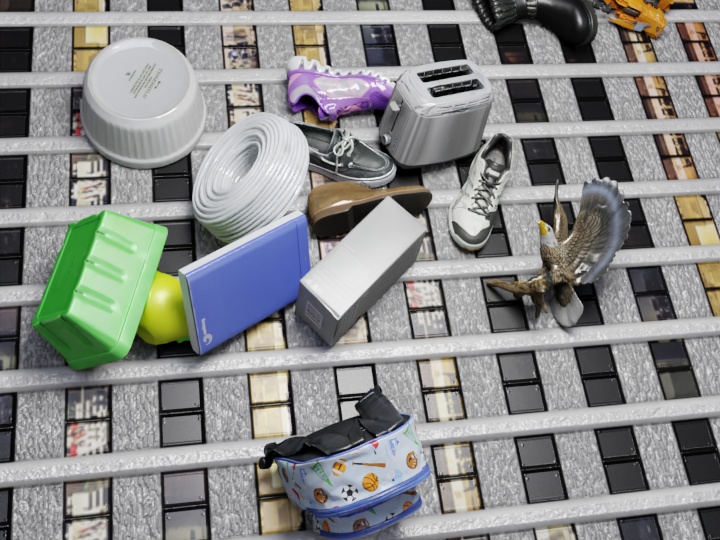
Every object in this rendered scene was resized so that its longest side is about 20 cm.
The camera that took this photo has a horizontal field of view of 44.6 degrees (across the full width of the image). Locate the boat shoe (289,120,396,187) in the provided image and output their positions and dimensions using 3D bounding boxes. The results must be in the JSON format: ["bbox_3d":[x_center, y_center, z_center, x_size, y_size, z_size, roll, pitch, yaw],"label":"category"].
[{"bbox_3d":[-0.035,-0.191,1.383,0.196,0.068,0.075,20,61,1],"label":"boat shoe"}]

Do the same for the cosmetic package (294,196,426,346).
[{"bbox_3d":[0.000,0.000,1.270,0.090,0.107,0.200,42,66,14],"label":"cosmetic package"}]

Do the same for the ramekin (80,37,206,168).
[{"bbox_3d":[-0.338,-0.269,1.360,0.198,0.095,0.206,4,62,-7],"label":"ramekin"}]

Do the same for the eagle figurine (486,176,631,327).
[{"bbox_3d":[0.304,-0.036,1.310,0.151,0.152,0.201,34,70,21],"label":"eagle figurine"}]

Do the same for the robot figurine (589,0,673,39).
[{"bbox_3d":[0.484,-0.517,1.640,0.197,0.058,0.146,26,62,4],"label":"robot figurine"}]

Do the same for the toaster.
[{"bbox_3d":[0.129,-0.250,1.393,0.196,0.130,0.115,-13,56,-22],"label":"toaster"}]

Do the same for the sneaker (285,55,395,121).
[{"bbox_3d":[-0.033,-0.281,1.430,0.196,0.081,0.090,11,68,2],"label":"sneaker"}]

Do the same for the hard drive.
[{"bbox_3d":[-0.153,0.015,1.207,0.198,0.134,0.025,-30,44,-32],"label":"hard drive"}]

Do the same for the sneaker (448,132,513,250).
[{"bbox_3d":[0.191,-0.131,1.379,0.074,0.088,0.203,18,63,-1],"label":"sneaker"}]

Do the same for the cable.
[{"bbox_3d":[-0.160,-0.138,1.277,0.069,0.198,0.203,39,58,-37],"label":"cable"}]

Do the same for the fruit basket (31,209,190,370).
[{"bbox_3d":[-0.315,0.041,1.202,0.214,0.154,0.220,19,65,-47],"label":"fruit basket"}]

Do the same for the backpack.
[{"bbox_3d":[-0.005,0.247,1.095,0.197,0.190,0.156,-25,85,-20],"label":"backpack"}]

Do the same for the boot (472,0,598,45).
[{"bbox_3d":[0.307,-0.463,1.570,0.156,0.080,0.212,-22,58,-26],"label":"boot"}]

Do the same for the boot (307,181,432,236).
[{"bbox_3d":[0.013,-0.113,1.355,0.196,0.074,0.076,-10,55,-12],"label":"boot"}]
